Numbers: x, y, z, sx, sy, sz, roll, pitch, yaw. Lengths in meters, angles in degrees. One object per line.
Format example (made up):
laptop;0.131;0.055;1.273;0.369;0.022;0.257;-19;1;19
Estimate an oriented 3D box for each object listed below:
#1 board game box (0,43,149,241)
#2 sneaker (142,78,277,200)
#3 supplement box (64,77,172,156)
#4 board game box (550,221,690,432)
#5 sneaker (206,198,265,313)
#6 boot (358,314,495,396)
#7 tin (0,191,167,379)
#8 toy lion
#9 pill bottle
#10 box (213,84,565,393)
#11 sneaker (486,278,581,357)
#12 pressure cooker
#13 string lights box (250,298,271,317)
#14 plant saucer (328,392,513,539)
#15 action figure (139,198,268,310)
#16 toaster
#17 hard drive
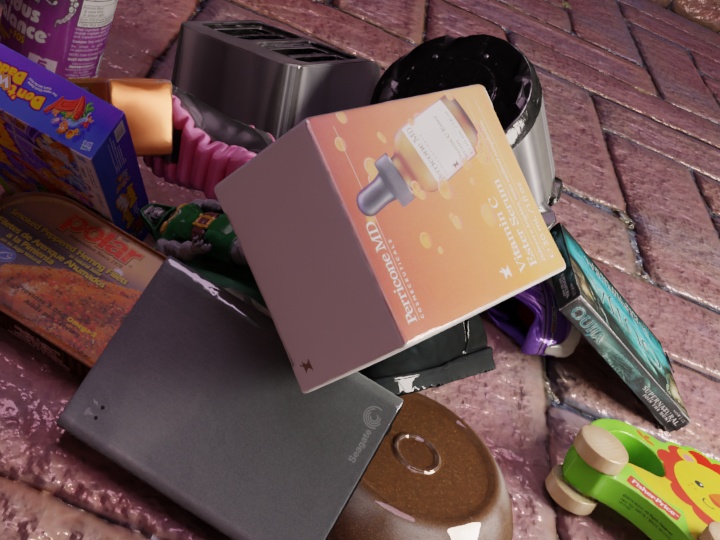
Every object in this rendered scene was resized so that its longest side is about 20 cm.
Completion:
board game box;-0.242;-0.092;0.797;0.133;0.200;0.045;29;70;6
sneaker;-0.121;-0.108;0.888;0.199;0.080;0.095;38;37;22
supplement box;-0.248;-0.138;0.891;0.066;0.070;0.198;-9;15;-43
board game box;0.259;0.058;1.016;0.200;0.028;0.136;45;24;-24
sneaker;-0.114;0.001;0.882;0.086;0.075;0.201;28;30;-29
boot;0.037;0.015;0.805;0.197;0.073;0.165;-8;85;-51
tin;-0.212;0.016;0.764;0.198;0.042;0.112;31;58;7
toy lion;0.282;0.201;0.877;0.199;0.069;0.191;38;26;19
pill bottle;-0.307;-0.292;1.031;0.111;0.202;0.113;18;31;-11
box;0.026;-0.028;0.692;0.199;0.106;0.154;-21;85;-47
sneaker;0.157;0.009;1.050;0.082;0.081;0.201;-2;41;-29
pressure cooker;0.111;-0.110;1.003;0.176;0.201;0.178;-6;55;15
string lights box;0.000;0.000;0.867;0.103;0.058;0.200;58;44;-19
plant saucer;0.038;0.154;0.782;0.198;0.037;0.201;20;31;-12
action figure;-0.102;-0.025;0.788;0.198;0.055;0.119;11;48;34
toaster;-0.101;-0.192;1.083;0.179;0.120;0.199;25;26;30
hard drive;-0.088;0.100;0.691;0.198;0.033;0.141;31;74;6
